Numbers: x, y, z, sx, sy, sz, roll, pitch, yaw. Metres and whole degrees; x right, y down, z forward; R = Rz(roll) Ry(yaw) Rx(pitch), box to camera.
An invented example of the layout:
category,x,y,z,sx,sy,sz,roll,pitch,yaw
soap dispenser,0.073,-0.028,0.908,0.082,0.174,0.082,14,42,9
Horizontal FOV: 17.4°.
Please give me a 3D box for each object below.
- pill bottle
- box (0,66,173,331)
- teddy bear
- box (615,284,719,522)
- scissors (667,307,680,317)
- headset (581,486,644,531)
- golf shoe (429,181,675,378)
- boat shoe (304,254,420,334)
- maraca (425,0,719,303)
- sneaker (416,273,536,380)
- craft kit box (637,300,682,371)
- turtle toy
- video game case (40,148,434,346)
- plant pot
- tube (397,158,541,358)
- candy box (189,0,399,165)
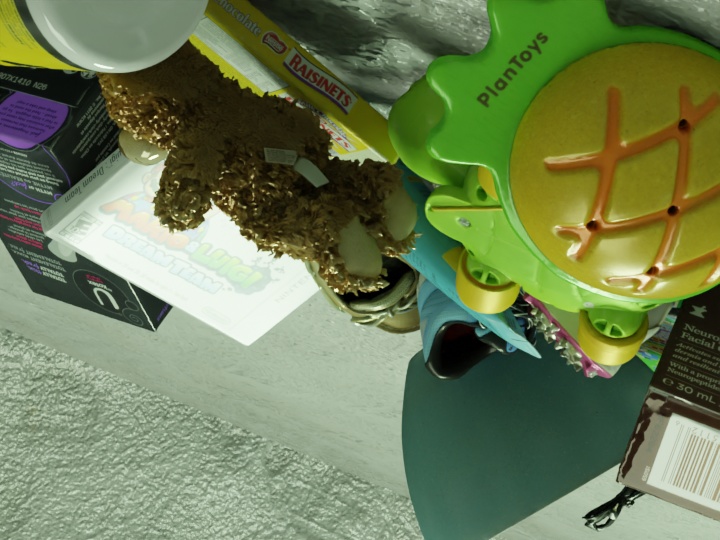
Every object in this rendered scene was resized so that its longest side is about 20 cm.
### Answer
category,x,y,z,sx,sy,sz,roll,pitch,yaw
pill bottle,-0.179,-0.165,1.254,0.114,0.114,0.200,31,166,-38
box,-0.191,-0.069,1.618,0.122,0.106,0.200,17,149,31
teddy bear,-0.059,-0.053,1.283,0.200,0.145,0.067,23,132,-7
box,0.220,0.055,1.319,0.100,0.200,0.075,20,124,8
scissors,0.249,0.029,1.482,0.200,0.073,0.014,15,129,45
headset,0.146,0.097,1.777,0.200,0.094,0.124,48,-171,11
golf shoe,0.108,-0.034,1.393,0.200,0.092,0.075,51,180,3
boat shoe,0.002,-0.002,1.558,0.201,0.073,0.063,55,-170,-54
maraca,0.122,-0.061,1.142,0.200,0.137,0.107,35,-168,-24
sneaker,0.109,0.013,1.480,0.078,0.090,0.200,29,139,-22
craft kit box,0.208,0.033,1.621,0.197,0.049,0.200,24,169,9
turtle toy,0.104,-0.044,1.299,0.200,0.101,0.146,23,146,10
video game case,-0.078,-0.043,1.552,0.200,0.182,0.024,32,-151,-41
plant pot,0.106,0.096,1.611,0.135,0.200,0.200,60,172,7
tube,0.036,-0.024,1.436,0.200,0.050,0.077,49,-172,24
candy box,-0.070,-0.125,1.358,0.200,0.026,0.102,39,161,-18
